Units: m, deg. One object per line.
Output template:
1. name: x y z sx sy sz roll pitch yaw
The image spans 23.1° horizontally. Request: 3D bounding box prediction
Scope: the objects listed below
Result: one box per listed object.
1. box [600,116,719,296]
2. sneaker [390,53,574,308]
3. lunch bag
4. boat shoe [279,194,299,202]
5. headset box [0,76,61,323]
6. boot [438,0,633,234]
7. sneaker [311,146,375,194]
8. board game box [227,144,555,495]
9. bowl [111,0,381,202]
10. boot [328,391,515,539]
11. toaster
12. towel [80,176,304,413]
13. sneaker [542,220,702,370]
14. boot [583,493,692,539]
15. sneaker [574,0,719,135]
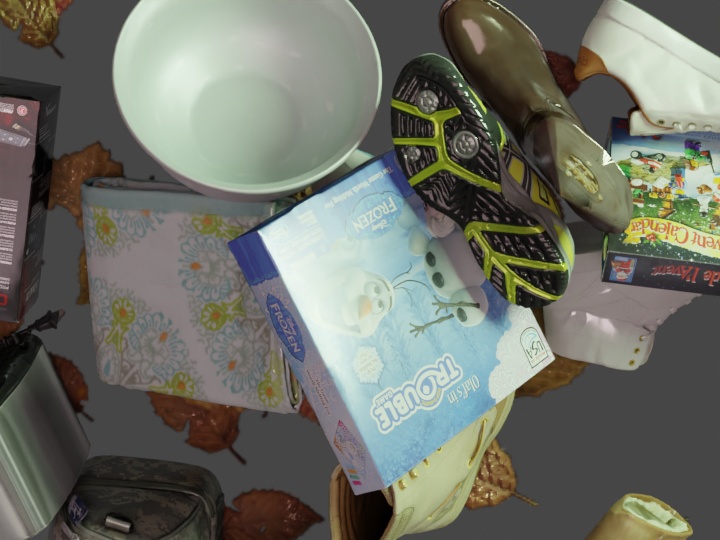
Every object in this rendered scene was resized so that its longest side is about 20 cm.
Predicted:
1. box: 0.283 -0.044 1.326 0.198 0.138 0.038 7 141 1
2. sneaker: 0.088 -0.068 1.278 0.075 0.076 0.201 -25 102 25
3. lunch bag: -0.190 0.263 1.424 0.138 0.168 0.202 7 106 1
4. boat shoe: -0.039 0.020 1.397 0.064 0.072 0.201 -29 107 7
5. headset box: -0.325 -0.055 1.391 0.147 0.077 0.202 10 105 1
6. boot: 0.126 -0.118 1.278 0.064 0.200 0.187 -39 100 11
7. sneaker: 0.000 0.000 1.321 0.076 0.080 0.202 -28 73 42
8. board game box: 0.028 0.024 1.266 0.043 0.199 0.200 -18 101 50
9. bowl: -0.086 -0.128 1.327 0.199 0.091 0.203 2 66 -4
10. boot: 0.047 0.127 1.374 0.072 0.155 0.202 28 110 24
11. toaster: -0.318 0.144 1.395 0.198 0.181 0.120 -22 106 11
12. towel: -0.131 0.018 1.380 0.198 0.048 0.173 8 108 27
13. sneaker: 0.237 0.017 1.386 0.198 0.074 0.117 -5 118 3
14. boot: 0.159 0.265 1.421 0.066 0.175 0.201 47 109 29
15. sneaker: 0.253 -0.124 1.336 0.199 0.073 0.085 31 96 6
